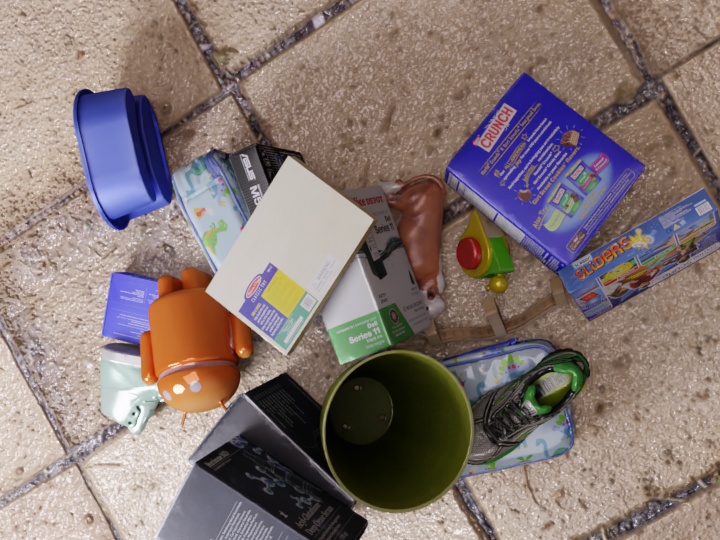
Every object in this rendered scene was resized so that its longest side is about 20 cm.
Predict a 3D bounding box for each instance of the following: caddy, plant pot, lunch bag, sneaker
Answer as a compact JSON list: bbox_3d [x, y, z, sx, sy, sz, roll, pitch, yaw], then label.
[{"bbox_3d":[-0.342,-0.159,1.409,0.103,0.141,0.203,-13,89,7],"label":"caddy"},{"bbox_3d":[0.024,0.191,1.272,0.184,0.200,0.190,0,88,-13],"label":"plant pot"},{"bbox_3d":[0.180,0.179,1.335,0.197,0.082,0.163,-15,89,13],"label":"lunch bag"},{"bbox_3d":[0.195,0.168,1.247,0.200,0.085,0.078,-43,80,12],"label":"sneaker"},{"bbox_3d":[-0.280,0.180,1.446,0.197,0.074,0.120,11,102,9],"label":"sneaker"},{"bbox_3d":[-0.167,-0.061,1.357,0.082,0.161,0.202,-27,89,8],"label":"lunch bag"}]

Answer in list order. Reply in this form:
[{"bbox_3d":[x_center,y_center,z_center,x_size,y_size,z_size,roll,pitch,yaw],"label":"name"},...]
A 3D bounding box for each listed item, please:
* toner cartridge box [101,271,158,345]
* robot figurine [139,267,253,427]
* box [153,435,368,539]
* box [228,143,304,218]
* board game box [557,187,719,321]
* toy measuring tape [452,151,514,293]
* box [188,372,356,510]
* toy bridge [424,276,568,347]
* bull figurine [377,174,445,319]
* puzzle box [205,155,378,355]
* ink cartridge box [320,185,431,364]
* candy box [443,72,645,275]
[{"bbox_3d":[-0.268,0.067,1.450,0.197,0.043,0.097,12,95,12],"label":"toner cartridge box"},{"bbox_3d":[-0.220,0.100,1.347,0.142,0.117,0.203,-5,73,-19],"label":"robot figurine"},{"bbox_3d":[-0.110,0.301,1.170,0.198,0.148,0.108,31,99,9],"label":"box"},{"bbox_3d":[-0.090,-0.063,1.326,0.047,0.200,0.196,-23,86,14],"label":"box"},{"bbox_3d":[0.354,-0.015,1.262,0.198,0.135,0.035,-31,63,11],"label":"board game box"},{"bbox_3d":[0.150,-0.058,1.350,0.073,0.074,0.202,-22,71,12],"label":"toy measuring tape"},{"bbox_3d":[-0.093,0.256,1.340,0.200,0.196,0.124,42,101,8],"label":"box"},{"bbox_3d":[0.179,0.064,1.339,0.197,0.067,0.028,-19,53,11],"label":"toy bridge"},{"bbox_3d":[0.064,-0.029,1.361,0.120,0.065,0.203,6,93,15],"label":"bull figurine"},{"bbox_3d":[-0.085,-0.017,1.211,0.132,0.025,0.201,37,103,11],"label":"puzzle box"},{"bbox_3d":[0.000,0.000,1.279,0.082,0.146,0.203,-21,89,26],"label":"ink cartridge box"},{"bbox_3d":[0.232,-0.124,1.293,0.199,0.077,0.170,40,81,6],"label":"candy box"}]
